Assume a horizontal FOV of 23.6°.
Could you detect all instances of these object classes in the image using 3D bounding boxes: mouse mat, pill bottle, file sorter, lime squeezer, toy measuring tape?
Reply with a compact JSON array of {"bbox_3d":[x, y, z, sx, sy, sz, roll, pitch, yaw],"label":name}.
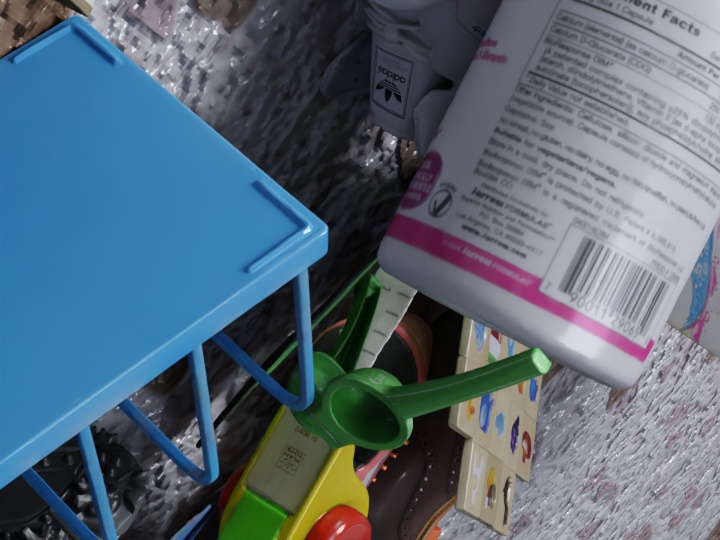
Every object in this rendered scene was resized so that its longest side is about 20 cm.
[{"bbox_3d":[0.000,0.000,0.773,0.200,0.008,0.161,-45,179,-17],"label":"mouse mat"},{"bbox_3d":[0.098,-0.066,0.668,0.200,0.113,0.113,-63,149,-1],"label":"pill bottle"},{"bbox_3d":[-0.129,0.037,0.600,0.200,0.139,0.123,-36,149,-24],"label":"file sorter"},{"bbox_3d":[0.010,0.043,0.665,0.071,0.200,0.038,-26,103,-12],"label":"lime squeezer"},{"bbox_3d":[-0.012,0.084,0.804,0.200,0.074,0.074,-60,150,-3],"label":"toy measuring tape"}]

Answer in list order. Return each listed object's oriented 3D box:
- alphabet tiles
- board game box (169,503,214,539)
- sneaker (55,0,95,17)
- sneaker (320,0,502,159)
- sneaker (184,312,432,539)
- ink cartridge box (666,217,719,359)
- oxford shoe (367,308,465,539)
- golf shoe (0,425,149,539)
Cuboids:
[{"bbox_3d":[0.075,0.029,0.874,0.166,0.006,0.200,42,54,-68],"label":"alphabet tiles"},{"bbox_3d":[-0.147,0.171,0.790,0.200,0.039,0.158,-49,176,-2],"label":"board game box"},{"bbox_3d":[-0.110,-0.160,0.493,0.090,0.067,0.200,-55,151,-8],"label":"sneaker"},{"bbox_3d":[0.019,-0.109,0.700,0.200,0.075,0.115,1,119,-58],"label":"sneaker"},{"bbox_3d":[-0.020,0.103,0.881,0.200,0.074,0.087,-55,171,19],"label":"sneaker"},{"bbox_3d":[0.235,-0.002,0.980,0.148,0.200,0.086,-6,127,-51],"label":"ink cartridge box"},{"bbox_3d":[0.022,0.103,0.938,0.072,0.071,0.200,-8,130,-44],"label":"oxford shoe"},{"bbox_3d":[-0.176,0.137,0.714,0.200,0.078,0.095,-30,151,-16],"label":"golf shoe"}]
